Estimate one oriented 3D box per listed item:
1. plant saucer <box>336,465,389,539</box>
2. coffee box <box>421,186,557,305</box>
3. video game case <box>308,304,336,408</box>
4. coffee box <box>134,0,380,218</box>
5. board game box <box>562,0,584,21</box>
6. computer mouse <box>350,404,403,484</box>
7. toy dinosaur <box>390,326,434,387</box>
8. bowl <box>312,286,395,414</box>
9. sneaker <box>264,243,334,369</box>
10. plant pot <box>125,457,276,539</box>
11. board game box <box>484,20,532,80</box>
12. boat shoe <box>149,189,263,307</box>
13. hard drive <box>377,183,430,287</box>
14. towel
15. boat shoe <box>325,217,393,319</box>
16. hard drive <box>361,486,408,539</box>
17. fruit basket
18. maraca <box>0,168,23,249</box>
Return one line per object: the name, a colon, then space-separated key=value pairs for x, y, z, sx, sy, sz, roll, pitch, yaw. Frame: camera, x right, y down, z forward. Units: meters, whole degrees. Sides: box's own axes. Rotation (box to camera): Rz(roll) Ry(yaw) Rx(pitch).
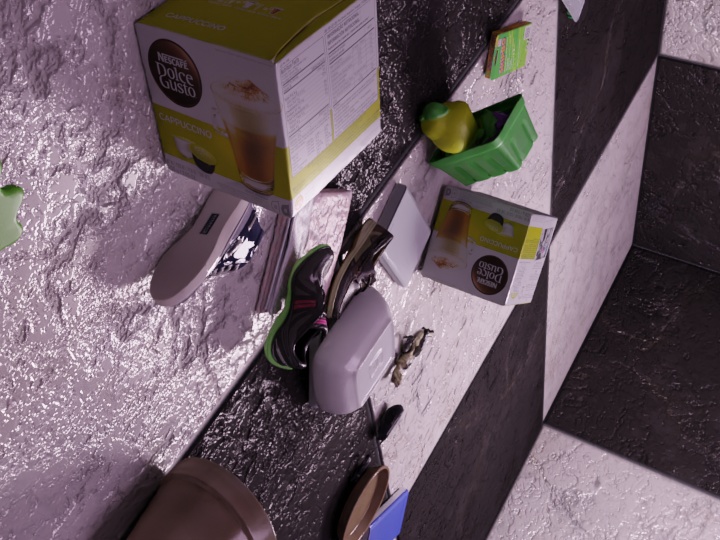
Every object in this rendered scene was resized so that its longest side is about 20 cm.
plant saucer: x=0.004 y=0.515 z=2.052 sx=0.201 sy=0.029 sz=0.202 roll=-50 pitch=154 yaw=-36
coffee box: x=0.275 y=-0.051 z=1.999 sx=0.199 sy=0.197 sz=0.201 roll=-2 pitch=111 yaw=-64
video game case: x=-0.037 y=0.122 z=1.705 sx=0.182 sy=0.023 sz=0.203 roll=-41 pitch=142 yaw=-48
coffee box: x=-0.109 y=-0.221 z=1.089 sx=0.200 sy=0.197 sz=0.200 roll=-47 pitch=147 yaw=-38
board game box: x=0.520 y=-0.724 z=2.241 sx=0.199 sy=0.026 sz=0.203 roll=11 pitch=98 yaw=-66
computer mouse: x=0.031 y=0.371 z=2.029 sx=0.201 sy=0.034 sz=0.059 roll=-54 pitch=170 yaw=-22
toy dinosaur: x=0.117 y=0.166 z=2.033 sx=0.200 sy=0.047 sz=0.089 roll=-46 pitch=160 yaw=-43
bowl: x=-0.002 y=0.152 z=1.667 sx=0.201 sy=0.074 sz=0.201 roll=-53 pitch=157 yaw=-30
sneaker: x=-0.077 y=0.058 z=1.434 sx=0.076 sy=0.083 sz=0.203 roll=10 pitch=101 yaw=-65
plant pot: x=-0.239 y=0.388 z=1.271 sx=0.173 sy=0.198 sz=0.203 roll=-40 pitch=142 yaw=-45
board game box: x=0.313 y=-0.469 z=1.997 sx=0.200 sy=0.030 sz=0.097 roll=-37 pitch=139 yaw=-55
boat shoe: x=-0.190 y=-0.014 z=1.219 sx=0.201 sy=0.074 sz=0.093 roll=-58 pitch=145 yaw=-28
hard drive: x=0.079 y=-0.064 z=1.807 sx=0.133 sy=0.026 sz=0.200 roll=-65 pitch=156 yaw=-13
towel: x=-0.083 y=-0.031 z=1.486 sx=0.190 sy=0.032 sz=0.203 roll=-10 pitch=117 yaw=-63
boat shoe: x=0.000 y=0.000 z=1.611 sx=0.073 sy=0.064 sz=0.202 roll=97 pitch=16 yaw=-64
hard drive: x=0.051 y=0.620 z=2.251 sx=0.199 sy=0.025 sz=0.134 roll=-25 pitch=130 yaw=-58
fruit basket: x=0.204 y=-0.268 z=1.776 sx=0.156 sy=0.213 sz=0.217 roll=-56 pitch=152 yaw=-27
maraca: x=-0.364 y=-0.006 z=0.809 sx=0.202 sy=0.106 sz=0.138 roll=-60 pitch=161 yaw=-22
